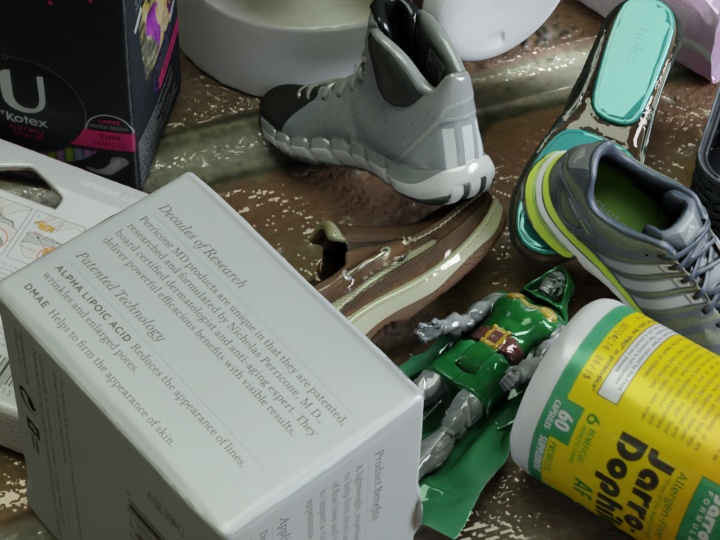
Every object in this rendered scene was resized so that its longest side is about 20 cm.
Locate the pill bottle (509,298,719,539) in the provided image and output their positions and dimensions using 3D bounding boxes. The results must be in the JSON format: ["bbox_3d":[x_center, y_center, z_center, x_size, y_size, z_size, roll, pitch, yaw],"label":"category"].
[{"bbox_3d":[0.192,0.108,1.216,0.200,0.113,0.113,30,56,20],"label":"pill bottle"}]

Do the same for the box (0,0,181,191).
[{"bbox_3d":[-0.184,-0.153,1.361,0.122,0.200,0.106,10,50,7],"label":"box"}]

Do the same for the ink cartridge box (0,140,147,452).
[{"bbox_3d":[-0.232,0.004,1.321,0.199,0.045,0.177,20,53,14],"label":"ink cartridge box"}]

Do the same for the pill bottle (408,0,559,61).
[{"bbox_3d":[0.039,-0.233,1.402,0.109,0.109,0.200,-24,55,-20],"label":"pill bottle"}]

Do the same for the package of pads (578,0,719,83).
[{"bbox_3d":[0.200,-0.225,1.514,0.200,0.076,0.120,36,61,24],"label":"package of pads"}]

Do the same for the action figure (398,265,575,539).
[{"bbox_3d":[0.065,0.061,1.291,0.118,0.055,0.200,29,51,24],"label":"action figure"}]

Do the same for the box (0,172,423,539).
[{"bbox_3d":[-0.078,0.096,1.159,0.130,0.199,0.200,-32,58,-26],"label":"box"}]

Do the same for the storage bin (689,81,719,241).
[{"bbox_3d":[0.309,-0.051,1.363,0.199,0.094,0.136,15,52,11],"label":"storage bin"}]

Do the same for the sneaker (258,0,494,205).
[{"bbox_3d":[0.007,-0.120,1.362,0.075,0.116,0.200,-25,31,-35],"label":"sneaker"}]

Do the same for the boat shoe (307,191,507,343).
[{"bbox_3d":[0.003,-0.001,1.308,0.202,0.075,0.075,-40,99,-29],"label":"boat shoe"}]

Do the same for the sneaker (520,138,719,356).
[{"bbox_3d":[0.186,-0.004,1.299,0.200,0.081,0.074,36,71,-4],"label":"sneaker"}]

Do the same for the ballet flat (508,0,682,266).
[{"bbox_3d":[0.151,-0.079,1.388,0.068,0.068,0.200,27,71,8],"label":"ballet flat"}]

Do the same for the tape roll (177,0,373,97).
[{"bbox_3d":[-0.036,-0.208,1.495,0.201,0.071,0.203,1,50,-1],"label":"tape roll"}]
